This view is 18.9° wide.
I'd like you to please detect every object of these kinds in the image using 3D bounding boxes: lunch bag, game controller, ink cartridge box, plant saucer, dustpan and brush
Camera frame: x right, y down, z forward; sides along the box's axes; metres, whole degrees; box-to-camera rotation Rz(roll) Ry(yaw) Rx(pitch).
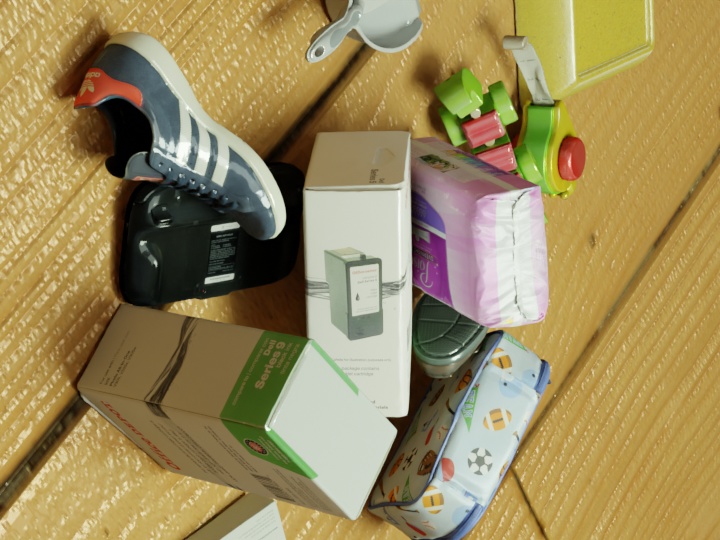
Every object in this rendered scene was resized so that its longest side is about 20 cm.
[{"bbox_3d":[0.089,0.147,1.946,0.075,0.160,0.201,34,73,-10],"label":"lunch bag"},{"bbox_3d":[-0.116,-0.029,1.736,0.199,0.042,0.105,-10,122,-49],"label":"game controller"},{"bbox_3d":[-0.096,0.106,1.662,0.146,0.199,0.084,49,59,-45],"label":"ink cartridge box"},{"bbox_3d":[0.225,-0.266,2.078,0.199,0.048,0.202,-27,120,-45],"label":"plant saucer"},{"bbox_3d":[0.000,-0.225,1.799,0.200,0.057,0.140,-40,129,-37],"label":"dustpan and brush"},{"bbox_3d":[0.000,0.000,1.782,0.146,0.083,0.202,-82,172,-68],"label":"ink cartridge box"}]

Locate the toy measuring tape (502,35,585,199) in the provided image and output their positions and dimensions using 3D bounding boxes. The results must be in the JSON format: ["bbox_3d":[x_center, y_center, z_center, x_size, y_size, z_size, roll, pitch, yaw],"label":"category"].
[{"bbox_3d":[0.163,-0.130,2.014,0.074,0.073,0.200,-57,143,-24],"label":"toy measuring tape"}]

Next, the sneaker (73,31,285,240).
[{"bbox_3d":[-0.141,-0.082,1.634,0.200,0.075,0.085,48,61,-20],"label":"sneaker"}]

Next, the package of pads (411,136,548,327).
[{"bbox_3d":[0.084,-0.034,1.841,0.075,0.200,0.121,-10,110,-25],"label":"package of pads"}]

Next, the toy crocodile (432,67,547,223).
[{"bbox_3d":[0.121,-0.105,1.961,0.067,0.062,0.201,-22,128,6],"label":"toy crocodile"}]

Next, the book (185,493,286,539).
[{"bbox_3d":[-0.106,0.309,1.829,0.133,0.048,0.201,-33,123,-39],"label":"book"}]

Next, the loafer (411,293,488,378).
[{"bbox_3d":[0.092,0.033,1.943,0.201,0.071,0.063,-71,162,-47],"label":"loafer"}]
